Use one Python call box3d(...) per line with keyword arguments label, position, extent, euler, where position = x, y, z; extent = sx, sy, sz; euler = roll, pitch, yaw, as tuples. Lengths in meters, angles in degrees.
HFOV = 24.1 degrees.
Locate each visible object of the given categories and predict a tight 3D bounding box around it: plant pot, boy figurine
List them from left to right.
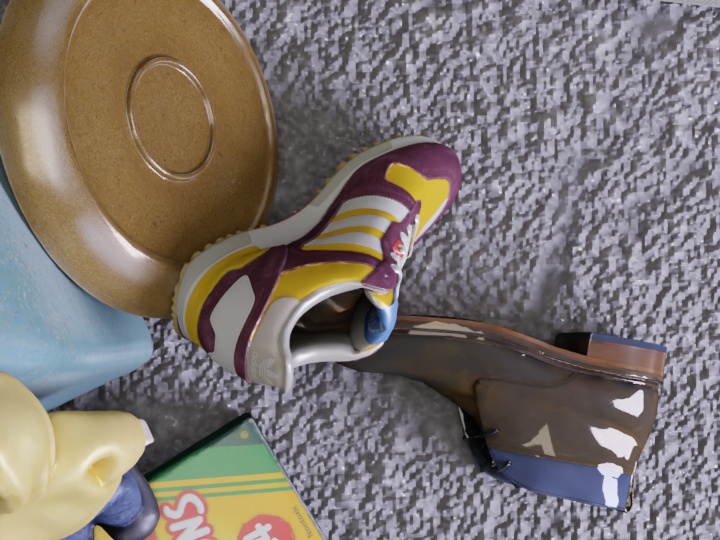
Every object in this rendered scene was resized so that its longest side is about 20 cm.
box3d(label="plant pot", position=(-0.240, 0.004, 0.826), extent=(0.195, 0.200, 0.197), euler=(-26, 91, 2))
box3d(label="boy figurine", position=(-0.161, 0.102, 0.803), extent=(0.124, 0.200, 0.065), euler=(-32, 68, -1))
box3d(label="plant pot", position=(-0.104, -0.076, 0.871), extent=(0.027, 0.200, 0.201), euler=(-11, 90, 36))

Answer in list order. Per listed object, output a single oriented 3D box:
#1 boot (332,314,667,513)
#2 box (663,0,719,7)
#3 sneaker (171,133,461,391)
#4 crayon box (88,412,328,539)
box3d(label="boot", position=(0.070, 0.077, 0.931), extent=(0.199, 0.075, 0.097), euler=(6, 85, -7))
box3d(label="box", position=(0.157, -0.198, 0.935), extent=(0.199, 0.095, 0.078), euler=(6, 87, -7))
box3d(label="sneaker", position=(0.000, 0.000, 0.887), extent=(0.090, 0.075, 0.200), euler=(33, 51, 31))
box3d(label="crayon box", position=(-0.112, 0.184, 0.922), extent=(0.200, 0.051, 0.127), euler=(-32, 93, -5))
